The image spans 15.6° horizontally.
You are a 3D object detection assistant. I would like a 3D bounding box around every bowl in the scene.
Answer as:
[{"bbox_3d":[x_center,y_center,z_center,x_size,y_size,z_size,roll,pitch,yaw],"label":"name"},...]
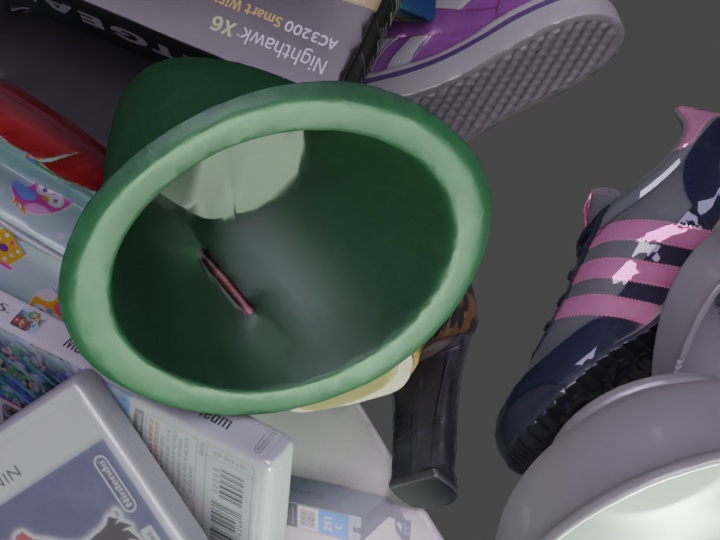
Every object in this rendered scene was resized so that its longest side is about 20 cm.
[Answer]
[{"bbox_3d":[0.142,0.109,1.169,0.201,0.201,0.090,-14,52,-3],"label":"bowl"}]

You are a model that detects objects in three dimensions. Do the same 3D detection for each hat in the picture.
[{"bbox_3d":[-0.066,-0.062,1.046,0.166,0.200,0.176,-46,44,20],"label":"hat"}]

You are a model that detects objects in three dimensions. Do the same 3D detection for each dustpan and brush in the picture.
[{"bbox_3d":[0.180,0.002,1.174,0.140,0.200,0.057,-31,37,-7],"label":"dustpan and brush"}]

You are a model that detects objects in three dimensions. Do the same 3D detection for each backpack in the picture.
[{"bbox_3d":[-0.115,-0.024,1.169,0.176,0.200,0.153,28,71,5],"label":"backpack"}]

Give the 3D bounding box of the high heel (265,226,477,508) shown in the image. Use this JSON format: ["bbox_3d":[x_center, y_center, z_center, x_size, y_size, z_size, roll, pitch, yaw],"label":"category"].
[{"bbox_3d":[0.000,0.000,1.170,0.071,0.200,0.143,-11,53,18],"label":"high heel"}]

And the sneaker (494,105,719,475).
[{"bbox_3d":[0.123,0.008,1.246,0.200,0.070,0.082,-45,57,-6],"label":"sneaker"}]

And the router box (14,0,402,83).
[{"bbox_3d":[-0.068,-0.167,1.075,0.200,0.052,0.157,23,80,7],"label":"router box"}]

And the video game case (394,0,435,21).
[{"bbox_3d":[-0.083,-0.134,1.197,0.200,0.143,0.018,3,87,22],"label":"video game case"}]

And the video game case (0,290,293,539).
[{"bbox_3d":[-0.115,0.102,1.141,0.182,0.200,0.024,26,50,17],"label":"video game case"}]

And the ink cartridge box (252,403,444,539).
[{"bbox_3d":[-0.043,0.161,1.215,0.176,0.045,0.200,-31,79,-7],"label":"ink cartridge box"}]

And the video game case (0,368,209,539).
[{"bbox_3d":[-0.126,0.167,1.089,0.182,0.023,0.200,-33,92,23],"label":"video game case"}]

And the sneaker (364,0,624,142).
[{"bbox_3d":[0.018,-0.113,1.271,0.200,0.073,0.114,-23,59,1],"label":"sneaker"}]
